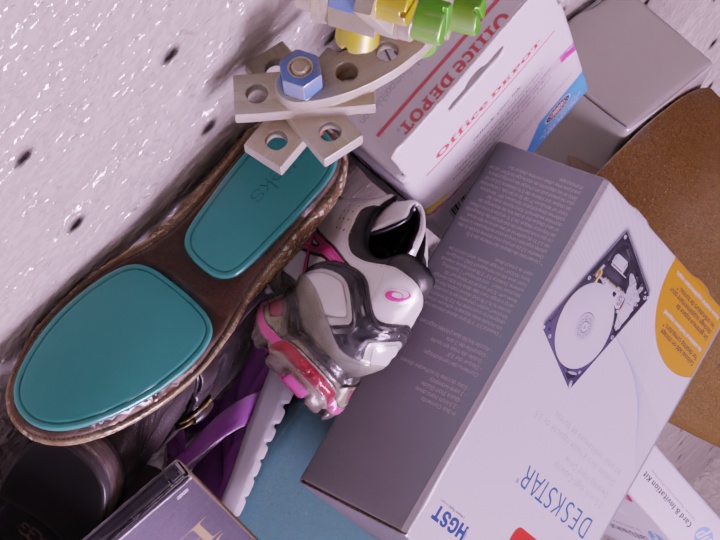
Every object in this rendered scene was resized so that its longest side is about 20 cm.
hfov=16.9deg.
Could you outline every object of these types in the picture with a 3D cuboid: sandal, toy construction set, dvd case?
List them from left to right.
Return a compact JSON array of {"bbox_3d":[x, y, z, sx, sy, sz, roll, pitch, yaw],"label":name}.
[{"bbox_3d":[-0.115,0.170,1.176,0.149,0.016,0.200,-41,158,-5],"label":"dvd case"},{"bbox_3d":[-0.079,0.085,1.289,0.082,0.050,0.203,-36,-155,59],"label":"sandal"},{"bbox_3d":[0.008,-0.115,1.002,0.200,0.092,0.131,116,-5,-65],"label":"toy construction set"}]

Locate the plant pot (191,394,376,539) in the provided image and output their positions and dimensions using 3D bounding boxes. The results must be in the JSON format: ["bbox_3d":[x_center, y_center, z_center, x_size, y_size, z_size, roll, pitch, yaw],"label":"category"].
[{"bbox_3d":[0.001,0.101,1.355,0.141,0.141,0.200,-91,-154,-65],"label":"plant pot"}]

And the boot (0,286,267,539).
[{"bbox_3d":[-0.128,0.099,1.198,0.200,0.069,0.174,-46,180,37],"label":"boot"}]

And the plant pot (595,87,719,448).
[{"bbox_3d":[0.219,0.027,1.441,0.186,0.200,0.186,-42,164,-15],"label":"plant pot"}]

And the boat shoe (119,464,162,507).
[{"bbox_3d":[-0.171,0.186,1.309,0.200,0.074,0.073,-51,-166,-18],"label":"boat shoe"}]

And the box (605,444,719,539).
[{"bbox_3d":[0.144,0.108,1.628,0.041,0.200,0.156,-46,-163,-11],"label":"box"}]

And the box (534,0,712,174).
[{"bbox_3d":[0.129,-0.068,1.487,0.095,0.078,0.200,-37,161,-34],"label":"box"}]

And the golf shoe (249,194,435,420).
[{"bbox_3d":[0.000,0.000,1.169,0.092,0.073,0.200,-39,-162,11],"label":"golf shoe"}]

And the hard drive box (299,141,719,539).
[{"bbox_3d":[0.082,0.063,1.228,0.200,0.077,0.156,-60,140,-9],"label":"hard drive box"}]

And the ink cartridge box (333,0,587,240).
[{"bbox_3d":[0.044,-0.093,1.202,0.115,0.068,0.200,-49,166,-2],"label":"ink cartridge box"}]

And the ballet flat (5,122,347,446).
[{"bbox_3d":[-0.081,0.011,1.114,0.200,0.071,0.065,-42,172,-15],"label":"ballet flat"}]
